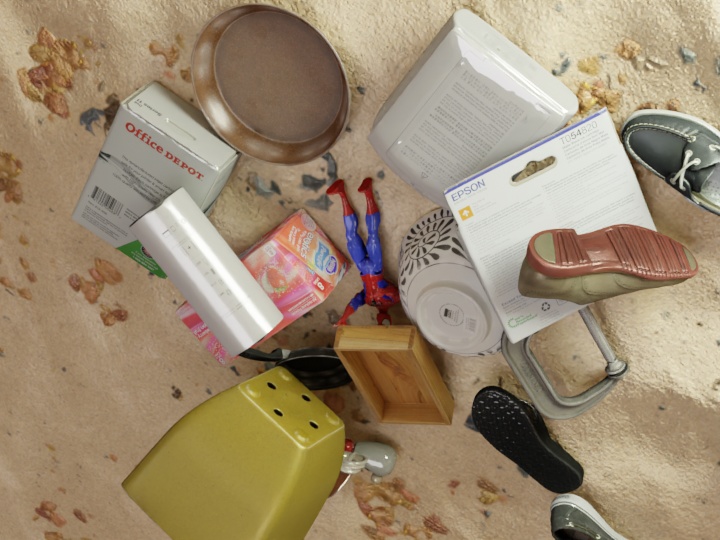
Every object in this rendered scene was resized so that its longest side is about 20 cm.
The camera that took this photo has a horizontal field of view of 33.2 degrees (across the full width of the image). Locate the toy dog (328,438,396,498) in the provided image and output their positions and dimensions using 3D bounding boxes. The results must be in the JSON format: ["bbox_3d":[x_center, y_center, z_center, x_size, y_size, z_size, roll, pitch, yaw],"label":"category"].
[{"bbox_3d":[-0.061,0.268,1.640,0.200,0.132,0.096,14,103,27],"label":"toy dog"}]

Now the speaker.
[{"bbox_3d":[-0.180,0.003,1.422,0.081,0.081,0.200,-33,98,36],"label":"speaker"}]

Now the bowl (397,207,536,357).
[{"bbox_3d":[0.120,0.033,1.411,0.201,0.094,0.201,14,127,19],"label":"bowl"}]

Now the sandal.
[{"bbox_3d":[0.208,0.207,1.525,0.075,0.048,0.200,-25,121,33],"label":"sandal"}]

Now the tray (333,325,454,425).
[{"bbox_3d":[0.045,0.131,1.493,0.099,0.037,0.200,0,146,19],"label":"tray"}]

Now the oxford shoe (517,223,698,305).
[{"bbox_3d":[0.259,-0.002,1.278,0.200,0.070,0.075,3,138,-15],"label":"oxford shoe"}]

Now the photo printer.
[{"bbox_3d":[0.113,-0.159,1.310,0.166,0.069,0.200,37,128,-4],"label":"photo printer"}]

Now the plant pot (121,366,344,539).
[{"bbox_3d":[-0.132,0.235,1.495,0.194,0.195,0.200,41,112,14],"label":"plant pot"}]

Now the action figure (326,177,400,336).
[{"bbox_3d":[0.000,0.000,1.450,0.065,0.099,0.200,-1,122,26],"label":"action figure"}]

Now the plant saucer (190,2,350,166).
[{"bbox_3d":[-0.100,-0.217,1.391,0.200,0.034,0.200,11,124,17],"label":"plant saucer"}]

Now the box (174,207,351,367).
[{"bbox_3d":[-0.123,0.025,1.516,0.200,0.095,0.103,-33,101,36],"label":"box"}]

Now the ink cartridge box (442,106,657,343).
[{"bbox_3d":[0.208,-0.050,1.297,0.199,0.041,0.200,-26,112,0],"label":"ink cartridge box"}]

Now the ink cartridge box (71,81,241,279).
[{"bbox_3d":[-0.251,-0.111,1.494,0.147,0.083,0.200,35,128,-1],"label":"ink cartridge box"}]

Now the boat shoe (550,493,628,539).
[{"bbox_3d":[0.315,0.371,1.562,0.200,0.057,0.069,42,129,-14],"label":"boat shoe"}]

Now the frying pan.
[{"bbox_3d":[-0.095,0.122,1.556,0.190,0.031,0.115,10,150,-21],"label":"frying pan"}]

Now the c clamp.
[{"bbox_3d":[0.252,0.082,1.395,0.171,0.027,0.200,-28,121,-1],"label":"c clamp"}]

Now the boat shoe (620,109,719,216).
[{"bbox_3d":[0.359,-0.102,1.243,0.200,0.060,0.076,24,128,8],"label":"boat shoe"}]
